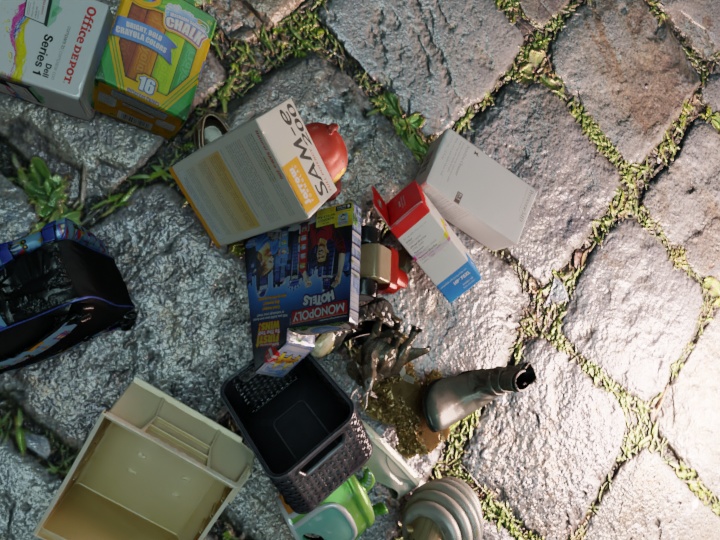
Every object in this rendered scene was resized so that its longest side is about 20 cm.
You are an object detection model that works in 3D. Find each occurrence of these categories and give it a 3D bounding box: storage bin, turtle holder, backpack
[{"bbox_3d":[-0.090,0.202,0.733,0.134,0.199,0.095,-35,132,-17],"label":"storage bin"},{"bbox_3d":[-0.049,0.335,0.786,0.130,0.188,0.142,-30,61,-18],"label":"turtle holder"},{"bbox_3d":[-0.414,0.045,0.675,0.196,0.183,0.137,-26,83,-6],"label":"backpack"},{"bbox_3d":[-0.269,0.281,0.690,0.196,0.094,0.202,33,104,-11],"label":"storage bin"}]

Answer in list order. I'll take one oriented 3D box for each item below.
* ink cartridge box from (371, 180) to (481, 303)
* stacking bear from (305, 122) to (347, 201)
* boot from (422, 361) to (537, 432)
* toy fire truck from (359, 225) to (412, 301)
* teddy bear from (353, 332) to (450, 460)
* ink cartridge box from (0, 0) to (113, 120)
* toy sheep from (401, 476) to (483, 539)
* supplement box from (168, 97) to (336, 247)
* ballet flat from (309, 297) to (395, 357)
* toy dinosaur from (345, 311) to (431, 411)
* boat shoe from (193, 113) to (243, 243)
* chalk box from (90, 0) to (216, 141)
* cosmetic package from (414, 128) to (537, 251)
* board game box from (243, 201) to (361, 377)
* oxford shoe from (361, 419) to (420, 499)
[{"bbox_3d":[0.101,-0.062,0.848,0.067,0.117,0.201,-36,109,14],"label":"ink cartridge box"},{"bbox_3d":[-0.073,-0.151,0.781,0.121,0.200,0.115,-42,97,-16],"label":"stacking bear"},{"bbox_3d":[0.188,0.183,0.827,0.197,0.129,0.070,-14,82,-51],"label":"boot"},{"bbox_3d":[0.000,0.000,0.830,0.198,0.172,0.133,25,63,-53],"label":"toy fire truck"},{"bbox_3d":[0.065,0.197,0.868,0.200,0.067,0.145,47,65,-1],"label":"teddy bear"},{"bbox_3d":[-0.458,-0.320,0.738,0.195,0.084,0.149,16,80,-16],"label":"ink cartridge box"},{"bbox_3d":[0.128,0.391,0.827,0.198,0.135,0.142,-12,87,-61],"label":"toy sheep"},{"bbox_3d":[-0.142,-0.118,0.691,0.074,0.196,0.128,-48,117,-43],"label":"supplement box"},{"bbox_3d":[-0.003,0.088,0.796,0.057,0.067,0.198,53,36,13],"label":"ballet flat"},{"bbox_3d":[0.038,0.124,0.800,0.076,0.198,0.104,35,105,23],"label":"toy dinosaur"},{"bbox_3d":[-0.202,-0.139,0.807,0.074,0.072,0.205,-24,92,-18],"label":"boat shoe"},{"bbox_3d":[-0.287,-0.315,0.759,0.122,0.123,0.206,18,80,-29],"label":"chalk box"},{"bbox_3d":[0.195,-0.134,0.926,0.196,0.081,0.115,28,75,-12],"label":"cosmetic package"},{"bbox_3d":[-0.077,0.033,0.710,0.061,0.195,0.207,23,63,-52],"label":"board game box"},{"bbox_3d":[0.014,0.283,0.833,0.058,0.075,0.201,-45,102,-14],"label":"oxford shoe"}]
